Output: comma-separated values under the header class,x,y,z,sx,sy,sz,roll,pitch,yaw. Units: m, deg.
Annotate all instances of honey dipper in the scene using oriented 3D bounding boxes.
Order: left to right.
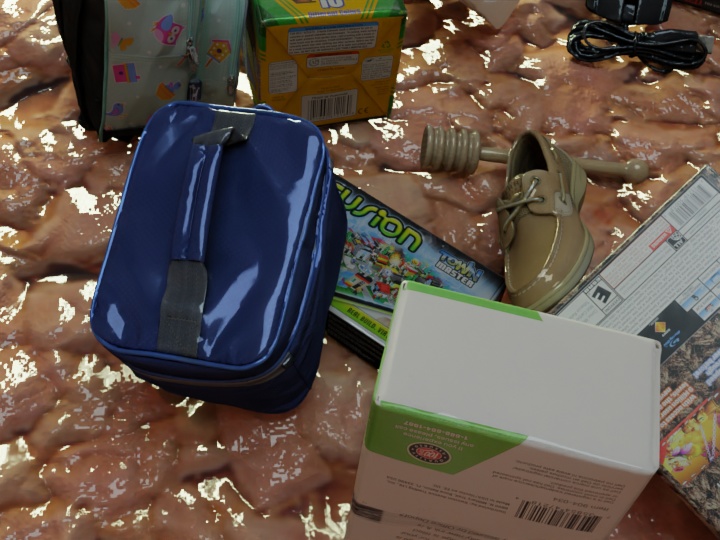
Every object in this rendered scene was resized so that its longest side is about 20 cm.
class,x,y,z,sx,sy,sz,roll,pitch,yaw
honey dipper,0.150,-0.095,0.812,0.197,0.038,0.038,5,54,-5

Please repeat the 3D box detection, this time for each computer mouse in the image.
class,x,y,z,sx,sy,sz,roll,pitch,yaw
computer mouse,0.273,-0.292,0.935,0.136,0.053,0.203,5,64,2

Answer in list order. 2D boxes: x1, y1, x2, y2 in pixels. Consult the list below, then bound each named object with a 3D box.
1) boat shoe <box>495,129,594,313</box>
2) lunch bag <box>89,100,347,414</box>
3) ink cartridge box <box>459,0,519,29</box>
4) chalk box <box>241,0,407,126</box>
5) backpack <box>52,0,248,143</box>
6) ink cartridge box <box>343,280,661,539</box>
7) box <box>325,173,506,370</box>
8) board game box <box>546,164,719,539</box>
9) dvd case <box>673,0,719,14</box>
class,x,y,z,sx,sy,sz,roll,pitch,yaw
boat shoe,0.128,-0.039,0.715,0.064,0.071,0.201,44,30,-17
lunch bag,-0.086,-0.017,0.638,0.134,0.133,0.203,7,71,8
ink cartridge box,0.063,-0.331,0.895,0.200,0.146,0.083,43,104,22
chalk box,-0.047,-0.241,0.837,0.123,0.124,0.202,-9,57,-13
backpack,-0.171,-0.225,0.766,0.151,0.201,0.177,-11,56,-14
ink cartridge box,0.072,0.112,0.558,0.143,0.201,0.085,13,52,3
box,0.000,0.000,0.729,0.199,0.035,0.110,32,58,16
board game box,0.240,0.065,0.628,0.159,0.097,0.200,-43,68,4
dvd case,0.368,-0.327,1.008,0.197,0.022,0.147,19,55,9
